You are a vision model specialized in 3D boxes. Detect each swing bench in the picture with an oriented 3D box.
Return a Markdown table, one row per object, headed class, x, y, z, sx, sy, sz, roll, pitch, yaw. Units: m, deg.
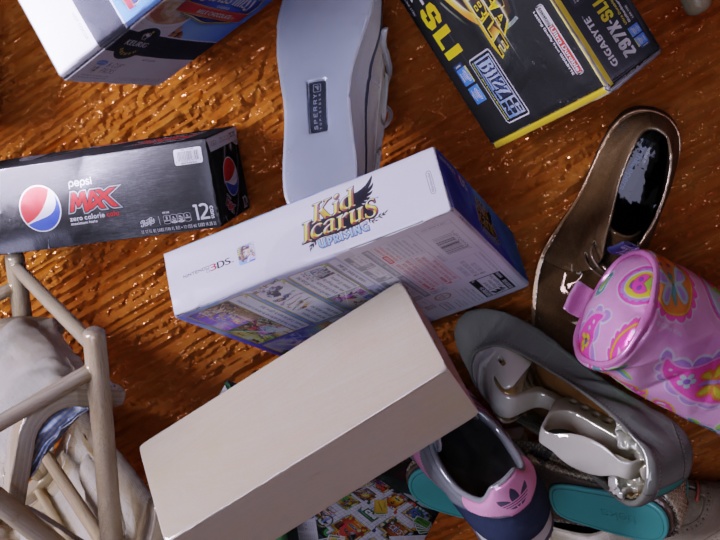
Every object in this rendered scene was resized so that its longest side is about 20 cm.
| class | x | y | z | sx | sy | sz | roll | pitch | yaw |
| --- | --- | --- | --- | --- | --- | --- | --- | --- | --- |
| swing bench | -0.230 | 0.122 | 0.766 | 0.129 | 0.198 | 0.202 | -29 | 120 | -21 |

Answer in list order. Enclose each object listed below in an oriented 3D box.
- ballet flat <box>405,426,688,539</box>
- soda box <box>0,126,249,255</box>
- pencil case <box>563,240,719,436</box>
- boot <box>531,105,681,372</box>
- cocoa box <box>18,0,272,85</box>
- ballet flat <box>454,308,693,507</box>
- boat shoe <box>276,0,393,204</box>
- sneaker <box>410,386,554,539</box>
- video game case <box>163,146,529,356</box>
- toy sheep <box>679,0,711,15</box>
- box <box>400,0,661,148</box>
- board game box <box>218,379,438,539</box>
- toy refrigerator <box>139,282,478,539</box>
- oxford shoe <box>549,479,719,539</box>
| class | x | y | z | sx | sy | sz | roll | pitch | yaw |
| --- | --- | --- | --- | --- | --- | --- | --- | --- | --- |
| ballet flat | 0.133 | 0.144 | 0.778 | 0.197 | 0.076 | 0.069 | 2 | 124 | 25 |
| soda box | -0.186 | -0.057 | 0.799 | 0.197 | 0.071 | 0.064 | -6 | 104 | 14 |
| pencil case | 0.228 | 0.060 | 0.704 | 0.198 | 0.088 | 0.088 | 26 | 109 | -20 |
| boot | 0.161 | -0.009 | 0.736 | 0.073 | 0.076 | 0.203 | 18 | 108 | 5 |
| cocoa box | -0.159 | -0.240 | 0.702 | 0.130 | 0.133 | 0.202 | -31 | 87 | 18 |
| ballet flat | 0.124 | 0.086 | 0.727 | 0.199 | 0.063 | 0.068 | 31 | 129 | 36 |
| boat shoe | -0.008 | -0.118 | 0.748 | 0.073 | 0.086 | 0.205 | -6 | 74 | 18 |
| sneaker | 0.055 | 0.099 | 0.738 | 0.070 | 0.082 | 0.200 | -38 | 50 | -13 |
| video game case | 0.000 | 0.000 | 0.711 | 0.179 | 0.200 | 0.046 | -21 | 70 | 15 |
| toy sheep | 0.159 | -0.242 | 0.650 | 0.136 | 0.138 | 0.202 | -22 | 112 | 16 |
| box | 0.076 | -0.184 | 0.667 | 0.049 | 0.160 | 0.201 | -35 | 96 | -15 |
| board game box | -0.033 | 0.159 | 0.790 | 0.198 | 0.023 | 0.106 | 26 | 101 | -27 |
| toy refrigerator | -0.032 | 0.102 | 0.688 | 0.199 | 0.076 | 0.070 | -33 | 139 | 5 |
| oxford shoe | 0.223 | 0.174 | 0.772 | 0.198 | 0.070 | 0.075 | -28 | 94 | 17 |
